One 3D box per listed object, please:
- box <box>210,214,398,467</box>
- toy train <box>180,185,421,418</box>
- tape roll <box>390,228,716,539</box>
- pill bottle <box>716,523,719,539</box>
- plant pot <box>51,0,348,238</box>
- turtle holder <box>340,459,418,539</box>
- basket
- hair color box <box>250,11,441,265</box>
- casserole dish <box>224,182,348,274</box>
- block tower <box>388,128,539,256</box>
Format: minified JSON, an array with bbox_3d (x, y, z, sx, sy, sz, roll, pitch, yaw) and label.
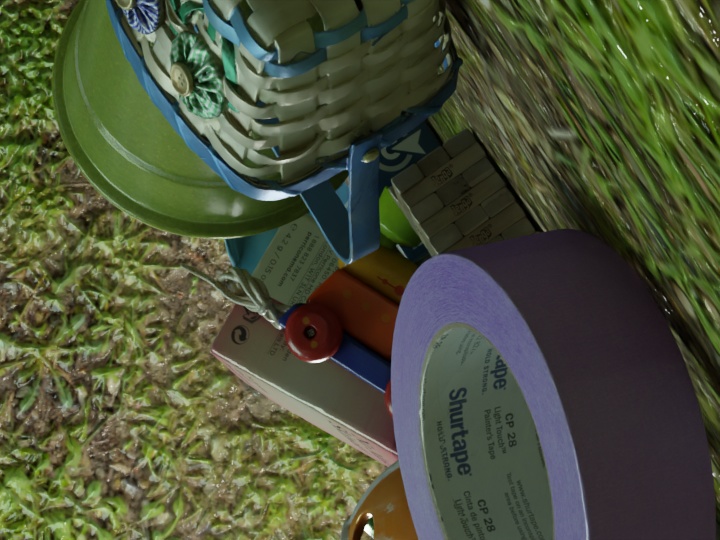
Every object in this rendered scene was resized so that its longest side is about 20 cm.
[{"bbox_3d":[0.027,0.065,1.490,0.199,0.109,0.128,28,172,26],"label":"box"},{"bbox_3d":[0.000,0.000,1.377,0.199,0.116,0.085,32,-174,14],"label":"toy train"},{"bbox_3d":[0.083,0.085,1.074,0.200,0.065,0.202,168,90,-68],"label":"tape roll"},{"bbox_3d":[0.188,0.220,1.173,0.201,0.112,0.112,58,178,-11],"label":"pill bottle"},{"bbox_3d":[-0.081,-0.144,1.345,0.201,0.199,0.190,56,166,13],"label":"plant pot"},{"bbox_3d":[0.070,0.163,1.347,0.185,0.131,0.142,2,-106,-68],"label":"turtle holder"},{"bbox_3d":[-0.040,-0.115,1.087,0.177,0.138,0.200,55,168,23],"label":"basket"},{"bbox_3d":[0.003,-0.092,1.510,0.201,0.060,0.100,56,178,11],"label":"hair color box"},{"bbox_3d":[-0.040,-0.052,1.593,0.200,0.038,0.122,-40,-53,-66],"label":"casserole dish"},{"bbox_3d":[0.087,0.016,1.273,0.201,0.054,0.058,56,177,18],"label":"block tower"}]
